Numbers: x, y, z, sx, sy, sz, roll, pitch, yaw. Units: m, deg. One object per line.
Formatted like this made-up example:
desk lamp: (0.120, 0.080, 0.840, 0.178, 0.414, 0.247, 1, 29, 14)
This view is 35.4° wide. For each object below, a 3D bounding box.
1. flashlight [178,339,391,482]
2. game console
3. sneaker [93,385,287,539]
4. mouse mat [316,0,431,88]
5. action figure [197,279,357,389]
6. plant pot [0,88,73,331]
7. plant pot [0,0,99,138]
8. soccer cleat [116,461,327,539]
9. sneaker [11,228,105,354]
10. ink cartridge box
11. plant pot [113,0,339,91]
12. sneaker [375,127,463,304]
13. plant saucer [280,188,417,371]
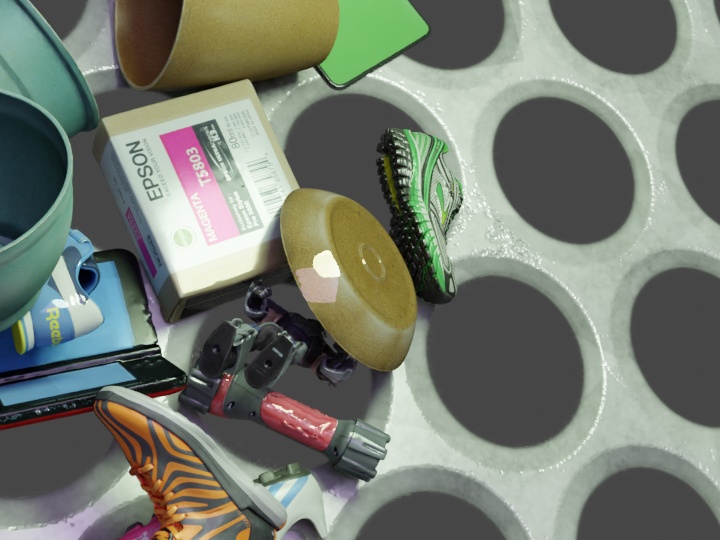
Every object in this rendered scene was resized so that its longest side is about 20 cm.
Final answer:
flashlight: (-0.069, 0.135, 1.062, 0.199, 0.068, 0.068, 25, 29, -3)
game console: (-0.273, 0.057, 1.003, 0.199, 0.172, 0.120, -11, 99, -22)
sneaker: (-0.157, 0.189, 0.919, 0.200, 0.077, 0.112, 42, 64, -14)
mouse mat: (-0.030, -0.316, 1.297, 0.161, 0.008, 0.200, -35, 82, -28)
action figure: (-0.069, 0.066, 1.046, 0.130, 0.200, 0.070, 29, 102, 12)
plant pot: (-0.320, -0.030, 0.888, 0.199, 0.135, 0.201, 2, 49, -3)
plant pot: (-0.376, -0.148, 1.015, 0.200, 0.200, 0.196, 45, 71, 3)
soccer cleat: (-0.119, 0.239, 1.004, 0.199, 0.070, 0.087, -16, 76, -24)
sneaker: (-0.278, -0.008, 1.015, 0.082, 0.074, 0.201, -8, 48, -14)
ink cartridge box: (-0.150, -0.072, 1.118, 0.164, 0.075, 0.201, -20, 78, -26)
plant pot: (-0.128, -0.270, 1.161, 0.199, 0.186, 0.188, 1, 68, -32)
sneaker: (0.077, -0.061, 1.190, 0.085, 0.078, 0.201, -1, 69, -20)
plant saucer: (0.000, 0.000, 1.095, 0.200, 0.035, 0.201, 44, 29, -32)
